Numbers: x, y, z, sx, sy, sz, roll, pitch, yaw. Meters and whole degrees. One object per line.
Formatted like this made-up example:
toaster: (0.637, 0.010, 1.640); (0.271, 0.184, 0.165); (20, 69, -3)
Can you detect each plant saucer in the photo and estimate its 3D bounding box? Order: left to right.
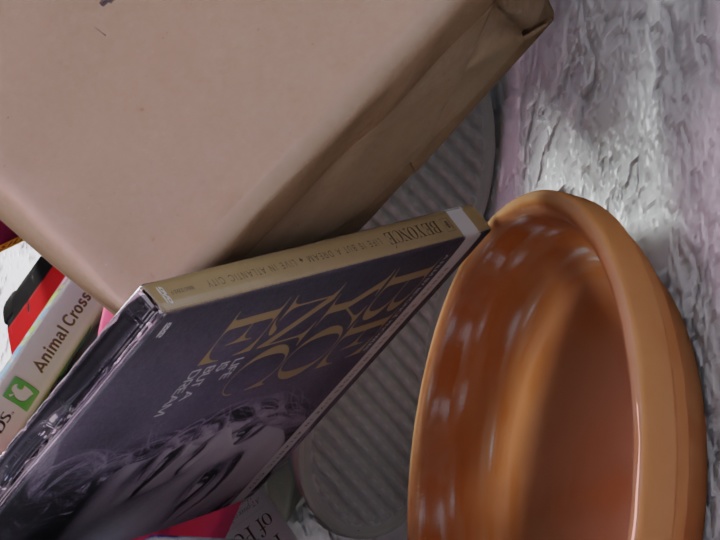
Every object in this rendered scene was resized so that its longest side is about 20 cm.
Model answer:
plant saucer: (0.067, 0.073, 1.005); (0.200, 0.037, 0.200); (-174, 90, -70)

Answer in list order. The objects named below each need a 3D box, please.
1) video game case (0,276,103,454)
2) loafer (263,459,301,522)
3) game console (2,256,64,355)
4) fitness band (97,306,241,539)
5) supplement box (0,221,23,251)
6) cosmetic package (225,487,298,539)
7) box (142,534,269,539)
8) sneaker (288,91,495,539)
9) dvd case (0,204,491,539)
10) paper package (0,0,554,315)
video game case: (-0.153, 0.076, 1.224); (0.182, 0.022, 0.200); (-60, 3, -40)
loafer: (-0.044, 0.063, 1.297); (0.070, 0.070, 0.200); (-61, 2, -35)
game console: (-0.084, 0.011, 1.373); (0.200, 0.119, 0.172); (134, 128, -62)
fitness band: (-0.063, 0.034, 1.119); (0.144, 0.037, 0.200); (-64, -16, -48)
supplement box: (-0.127, -0.102, 1.328); (0.103, 0.131, 0.200); (58, 148, 10)
cosmetic package: (-0.103, 0.173, 1.205); (0.083, 0.200, 0.051); (57, 154, -4)
box: (-0.055, 0.193, 1.017); (0.200, 0.105, 0.184); (18, -124, -70)
sneaker: (0.000, 0.000, 1.164); (0.082, 0.074, 0.200); (-152, 74, -74)
dvd case: (-0.051, 0.044, 0.986); (0.016, 0.200, 0.149); (49, 119, 15)
paper package: (-0.068, -0.098, 0.990); (0.191, 0.200, 0.103); (-47, -16, -3)
